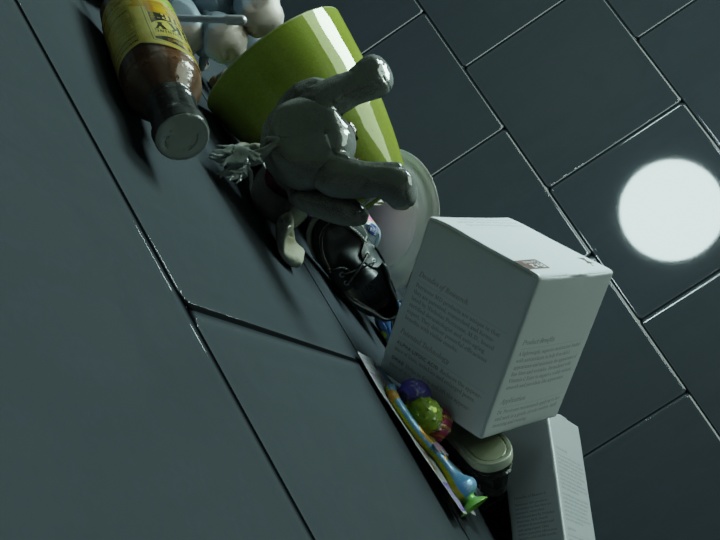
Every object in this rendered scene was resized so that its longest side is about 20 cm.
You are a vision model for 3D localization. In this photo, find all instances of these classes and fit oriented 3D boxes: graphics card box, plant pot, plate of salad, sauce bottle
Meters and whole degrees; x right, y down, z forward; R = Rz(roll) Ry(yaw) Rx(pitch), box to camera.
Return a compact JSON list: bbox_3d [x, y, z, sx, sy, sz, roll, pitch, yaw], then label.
[{"bbox_3d":[0.178,0.276,1.301,0.126,0.051,0.200,53,6,-33],"label":"graphics card box"},{"bbox_3d":[-0.043,-0.162,1.099,0.200,0.187,0.187,54,5,3],"label":"plant pot"},{"bbox_3d":[0.038,-0.069,1.332,0.048,0.200,0.200,5,46,-47],"label":"plate of salad"},{"bbox_3d":[-0.160,-0.158,0.754,0.065,0.065,0.200,51,9,-47],"label":"sauce bottle"}]

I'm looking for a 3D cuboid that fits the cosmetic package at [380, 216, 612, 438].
[{"bbox_3d":[0.157,0.058,1.115,0.165,0.201,0.164,31,22,37],"label":"cosmetic package"}]

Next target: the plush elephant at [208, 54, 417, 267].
[{"bbox_3d":[-0.053,-0.098,0.971,0.155,0.199,0.165,112,-39,-70],"label":"plush elephant"}]

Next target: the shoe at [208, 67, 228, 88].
[{"bbox_3d":[-0.125,-0.181,1.235,0.200,0.053,0.070,58,6,9],"label":"shoe"}]

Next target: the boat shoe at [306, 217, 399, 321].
[{"bbox_3d":[-0.002,0.002,1.176,0.066,0.074,0.200,46,-12,40],"label":"boat shoe"}]

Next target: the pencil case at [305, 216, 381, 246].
[{"bbox_3d":[-0.047,-0.095,1.281,0.091,0.083,0.200,30,24,-45],"label":"pencil case"}]

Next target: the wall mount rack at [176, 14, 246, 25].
[{"bbox_3d":[-0.201,-0.274,0.883,0.174,0.075,0.200,43,6,1],"label":"wall mount rack"}]

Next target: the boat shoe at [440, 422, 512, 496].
[{"bbox_3d":[0.128,0.200,1.149,0.199,0.074,0.066,-138,-148,-60],"label":"boat shoe"}]

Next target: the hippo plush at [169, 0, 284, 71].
[{"bbox_3d":[-0.181,-0.294,1.156,0.199,0.160,0.161,17,-21,7],"label":"hippo plush"}]

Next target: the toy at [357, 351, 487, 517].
[{"bbox_3d":[0.077,0.169,1.039,0.200,0.047,0.115,59,4,20],"label":"toy"}]

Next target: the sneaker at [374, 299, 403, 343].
[{"bbox_3d":[0.095,0.109,1.355,0.200,0.083,0.071,53,7,-40],"label":"sneaker"}]

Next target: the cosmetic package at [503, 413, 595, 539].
[{"bbox_3d":[0.234,0.284,1.185,0.101,0.071,0.201,33,47,-48],"label":"cosmetic package"}]

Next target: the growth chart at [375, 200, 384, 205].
[{"bbox_3d":[-0.035,-0.132,1.241,0.145,0.018,0.200,49,26,17],"label":"growth chart"}]
